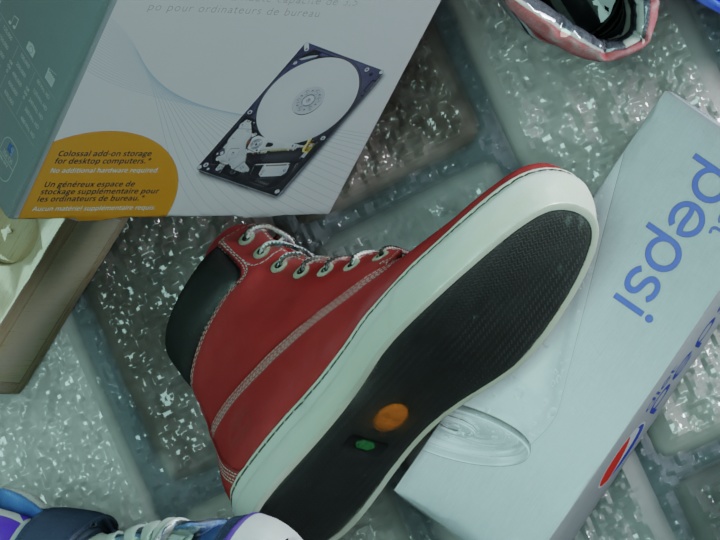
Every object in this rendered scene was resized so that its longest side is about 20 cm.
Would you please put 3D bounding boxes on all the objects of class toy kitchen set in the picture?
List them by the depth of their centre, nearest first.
[{"bbox_3d":[-0.199,-0.078,1.240,0.200,0.163,0.181,33,94,13],"label":"toy kitchen set"}]

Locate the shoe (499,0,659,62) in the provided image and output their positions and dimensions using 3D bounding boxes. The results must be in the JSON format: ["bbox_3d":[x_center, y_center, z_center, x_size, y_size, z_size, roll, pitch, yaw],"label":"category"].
[{"bbox_3d":[0.051,-0.171,1.186,0.071,0.091,0.200,-36,107,-2],"label":"shoe"}]

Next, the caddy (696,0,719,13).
[{"bbox_3d":[0.202,-0.178,1.183,0.200,0.105,0.142,-28,82,10],"label":"caddy"}]

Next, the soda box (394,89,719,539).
[{"bbox_3d":[0.100,0.028,1.216,0.068,0.063,0.200,35,95,13],"label":"soda box"}]

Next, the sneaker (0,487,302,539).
[{"bbox_3d":[-0.107,0.130,1.196,0.146,0.200,0.081,27,62,6],"label":"sneaker"}]

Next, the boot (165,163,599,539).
[{"bbox_3d":[0.000,0.000,1.210,0.200,0.072,0.144,-45,46,20],"label":"boot"}]

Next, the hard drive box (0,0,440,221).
[{"bbox_3d":[-0.051,-0.118,1.128,0.077,0.155,0.200,56,133,35],"label":"hard drive box"}]
